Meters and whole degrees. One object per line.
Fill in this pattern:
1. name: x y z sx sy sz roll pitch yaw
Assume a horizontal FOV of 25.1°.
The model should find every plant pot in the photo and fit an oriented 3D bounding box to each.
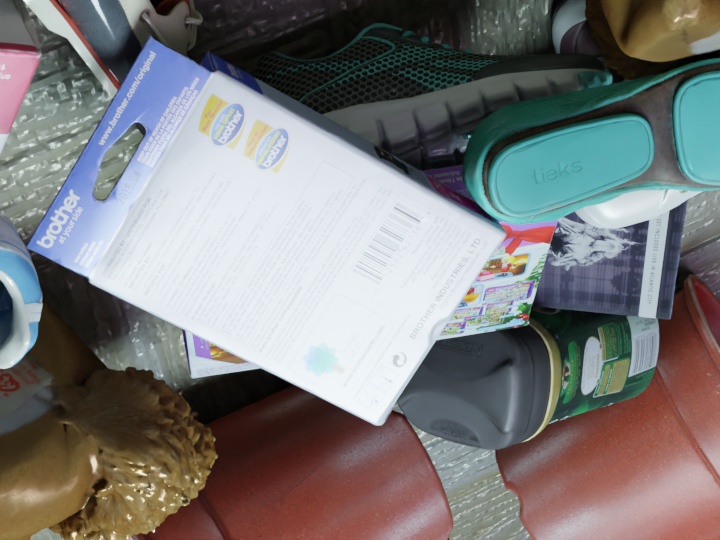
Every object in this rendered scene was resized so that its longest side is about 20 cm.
1. plant pot: 0.221 0.139 1.235 0.195 0.201 0.201 -32 147 16
2. plant pot: -0.057 0.171 1.066 0.195 0.201 0.201 -28 147 -20

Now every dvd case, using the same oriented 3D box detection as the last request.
1. dvd case: 0.093 -0.027 0.976 0.199 0.016 0.149 6 145 10

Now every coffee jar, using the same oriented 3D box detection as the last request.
1. coffee jar: 0.112 0.058 1.073 0.200 0.104 0.086 -11 109 -53

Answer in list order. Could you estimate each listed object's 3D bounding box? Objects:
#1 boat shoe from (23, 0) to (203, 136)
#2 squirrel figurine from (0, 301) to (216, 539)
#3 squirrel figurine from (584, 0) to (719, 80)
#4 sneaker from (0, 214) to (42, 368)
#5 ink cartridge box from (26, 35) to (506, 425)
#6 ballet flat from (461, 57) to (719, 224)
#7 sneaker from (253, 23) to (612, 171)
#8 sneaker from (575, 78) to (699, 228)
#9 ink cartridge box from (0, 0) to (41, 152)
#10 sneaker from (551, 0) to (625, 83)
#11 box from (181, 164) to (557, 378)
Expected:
1. boat shoe: -0.108 -0.121 0.752 0.062 0.071 0.200 -36 142 2
2. squirrel figurine: -0.180 0.115 0.887 0.199 0.142 0.187 8 143 -9
3. squirrel figurine: 0.157 -0.198 0.790 0.141 0.188 0.200 -13 176 -13
4. sneaker: -0.213 -0.005 0.659 0.200 0.073 0.072 16 125 -46
5. ink cartridge box: -0.044 -0.019 0.771 0.199 0.042 0.120 27 105 -23
6. ballet flat: 0.142 -0.072 0.804 0.199 0.070 0.068 -12 114 -10
7. sneaker: 0.031 -0.096 0.850 0.199 0.092 0.078 -11 151 -6
8. sneaker: 0.197 -0.091 0.854 0.200 0.073 0.085 -36 -169 -1
9. ink cartridge box: -0.246 -0.049 0.716 0.146 0.083 0.200 -1 135 -38
10. sneaker: 0.172 -0.079 0.977 0.075 0.116 0.200 -33 146 -4
11. box: 0.000 0.000 0.873 0.199 0.039 0.137 -9 154 -7
